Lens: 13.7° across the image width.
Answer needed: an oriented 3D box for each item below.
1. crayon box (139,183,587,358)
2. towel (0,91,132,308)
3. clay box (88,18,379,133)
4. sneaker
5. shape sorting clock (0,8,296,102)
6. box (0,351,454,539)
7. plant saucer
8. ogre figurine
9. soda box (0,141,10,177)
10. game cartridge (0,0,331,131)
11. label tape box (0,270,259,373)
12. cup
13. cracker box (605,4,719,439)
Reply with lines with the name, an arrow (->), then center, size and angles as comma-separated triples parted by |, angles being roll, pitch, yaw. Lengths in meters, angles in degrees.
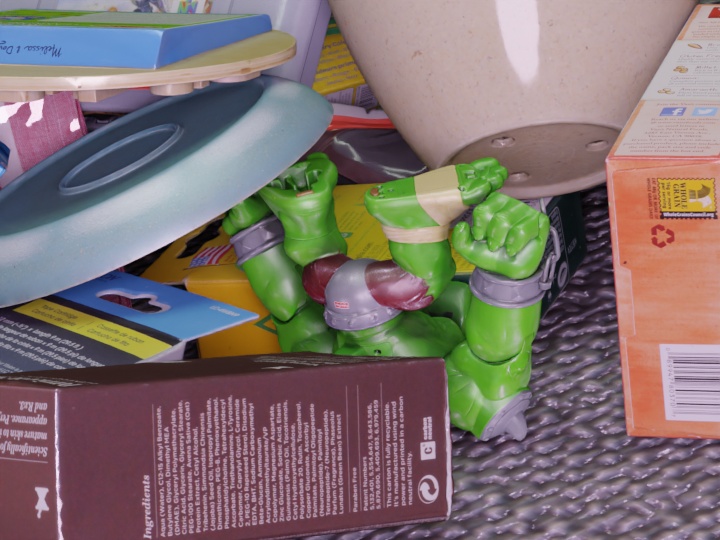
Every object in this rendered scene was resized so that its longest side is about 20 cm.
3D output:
crayon box -> 0.000, 0.000, 1.495 | 0.200, 0.051, 0.127 | -1, 23, 23
towel -> -0.224, -0.009, 1.507 | 0.200, 0.144, 0.023 | -16, 6, -10
clay box -> -0.091, -0.074, 1.650 | 0.200, 0.048, 0.115 | -15, -22, -12
sneaker -> 0.041, -0.043, 1.590 | 0.200, 0.077, 0.082 | -6, 50, 11
shape sorting clock -> -0.130, -0.101, 1.425 | 0.200, 0.039, 0.200 | 0, 8, 0
box -> -0.069, 0.073, 1.221 | 0.200, 0.075, 0.100 | -5, 4, -40
plant saucer -> -0.108, -0.043, 1.399 | 0.200, 0.027, 0.200 | -25, 15, 7
ogre figurine -> 0.010, 0.013, 1.364 | 0.200, 0.120, 0.098 | -1, 22, 25
soda box -> -0.255, 0.003, 1.446 | 0.200, 0.064, 0.068 | -50, 10, 5
game cartridge -> -0.109, -0.136, 1.552 | 0.200, 0.133, 0.042 | 3, -17, 28
label tape box -> -0.157, 0.067, 1.313 | 0.200, 0.066, 0.143 | -22, 22, -32
cup -> 0.079, -0.118, 1.445 | 0.200, 0.143, 0.200 | -5, -20, -2
cracker box -> 0.163, -0.027, 1.360 | 0.058, 0.134, 0.200 | 1, 25, 18
